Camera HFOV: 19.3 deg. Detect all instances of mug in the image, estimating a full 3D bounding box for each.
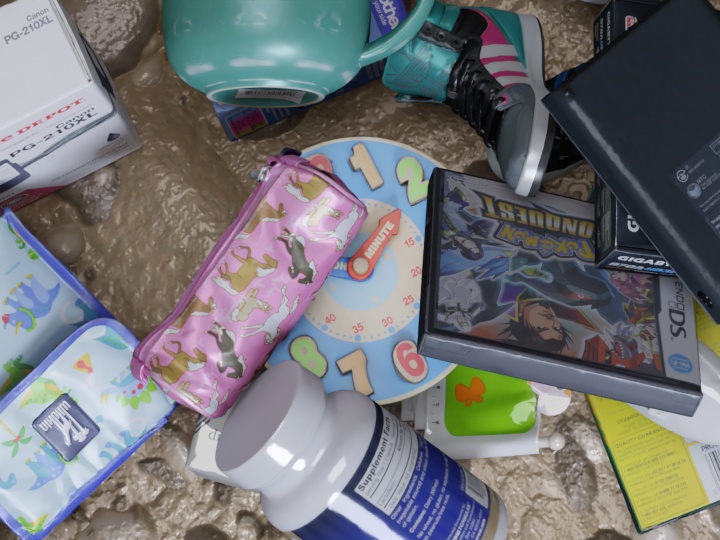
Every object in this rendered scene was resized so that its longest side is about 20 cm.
[{"bbox_3d":[-0.056,-0.182,1.529,0.184,0.152,0.115,-4,83,38],"label":"mug"}]

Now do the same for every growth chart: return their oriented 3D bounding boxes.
[{"bbox_3d":[0.081,0.049,1.613,0.144,0.018,0.201,-15,78,19],"label":"growth chart"}]

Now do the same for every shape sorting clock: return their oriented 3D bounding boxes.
[{"bbox_3d":[0.000,0.000,1.566,0.198,0.039,0.201,0,80,2],"label":"shape sorting clock"}]

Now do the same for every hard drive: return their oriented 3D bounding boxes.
[{"bbox_3d":[0.239,-0.084,1.475,0.139,0.033,0.200,-38,91,-16],"label":"hard drive"}]

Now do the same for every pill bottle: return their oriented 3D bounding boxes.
[{"bbox_3d":[0.000,0.158,1.526,0.200,0.116,0.116,37,83,-20],"label":"pill bottle"}]

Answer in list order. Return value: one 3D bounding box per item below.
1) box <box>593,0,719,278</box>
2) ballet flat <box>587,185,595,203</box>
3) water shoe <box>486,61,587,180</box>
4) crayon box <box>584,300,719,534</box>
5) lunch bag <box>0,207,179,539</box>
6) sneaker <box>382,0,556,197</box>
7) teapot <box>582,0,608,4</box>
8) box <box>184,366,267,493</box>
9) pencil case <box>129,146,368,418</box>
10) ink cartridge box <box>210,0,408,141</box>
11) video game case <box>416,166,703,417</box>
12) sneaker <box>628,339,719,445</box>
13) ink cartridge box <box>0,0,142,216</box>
[{"bbox_3d":[0.249,-0.091,1.535,0.158,0.046,0.201,7,69,-12],"label":"box"},{"bbox_3d":[0.269,-0.074,1.592,0.199,0.068,0.075,-25,43,-13],"label":"ballet flat"},{"bbox_3d":[0.184,-0.136,1.623,0.199,0.079,0.072,-29,78,-1],"label":"water shoe"},{"bbox_3d":[0.231,0.082,1.593,0.126,0.051,0.201,-20,79,1],"label":"crayon box"},{"bbox_3d":[-0.257,0.082,1.602,0.170,0.127,0.200,-43,92,-6],"label":"lunch bag"},{"bbox_3d":[0.077,-0.135,1.567,0.120,0.084,0.201,10,37,-10],"label":"sneaker"},{"bbox_3d":[0.187,-0.266,1.582,0.197,0.200,0.147,33,66,-8],"label":"teapot"},{"bbox_3d":[-0.066,0.067,1.611,0.082,0.068,0.201,14,80,5],"label":"box"},{"bbox_3d":[-0.080,0.011,1.515,0.086,0.083,0.201,35,93,7],"label":"pencil case"},{"bbox_3d":[-0.040,-0.208,1.657,0.199,0.076,0.137,-23,79,-1],"label":"ink cartridge box"},{"bbox_3d":[0.141,0.012,1.500,0.199,0.026,0.181,13,42,-6],"label":"video game case"},{"bbox_3d":[0.181,0.069,1.521,0.200,0.088,0.076,35,123,16],"label":"sneaker"},{"bbox_3d":[-0.260,-0.119,1.593,0.144,0.200,0.085,-27,79,0],"label":"ink cartridge box"}]
